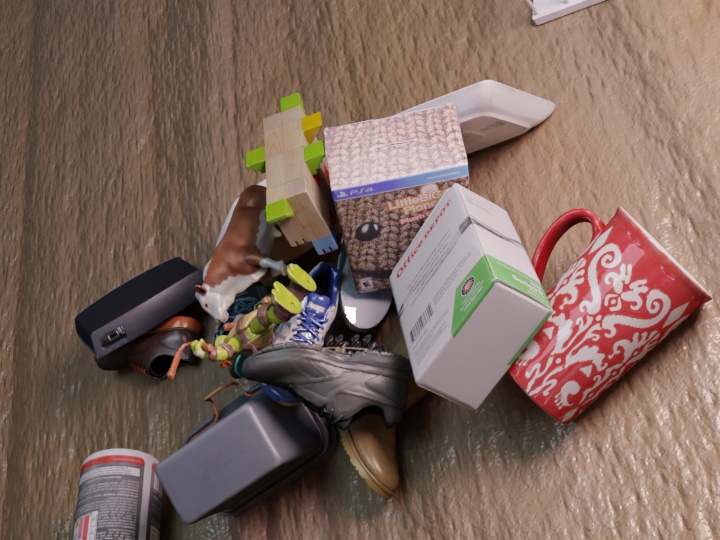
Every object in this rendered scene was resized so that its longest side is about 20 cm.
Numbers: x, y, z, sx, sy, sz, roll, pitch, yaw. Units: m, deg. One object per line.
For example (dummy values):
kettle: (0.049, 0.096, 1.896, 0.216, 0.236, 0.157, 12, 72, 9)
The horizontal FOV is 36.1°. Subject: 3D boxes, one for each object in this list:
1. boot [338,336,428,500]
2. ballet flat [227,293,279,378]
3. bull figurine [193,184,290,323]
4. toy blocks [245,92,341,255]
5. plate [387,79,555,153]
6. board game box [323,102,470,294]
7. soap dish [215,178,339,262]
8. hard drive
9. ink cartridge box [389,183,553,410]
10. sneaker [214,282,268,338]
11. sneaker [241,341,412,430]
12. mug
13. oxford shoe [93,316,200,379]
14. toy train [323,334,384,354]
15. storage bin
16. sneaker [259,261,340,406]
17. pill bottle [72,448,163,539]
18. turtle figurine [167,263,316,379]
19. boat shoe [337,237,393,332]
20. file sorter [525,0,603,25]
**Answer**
boot: (0.062, 0.144, 1.301, 0.199, 0.066, 0.176, -41, 44, 12)
ballet flat: (-0.120, 0.070, 1.444, 0.072, 0.069, 0.199, 26, 47, 29)
bull figurine: (-0.135, -0.027, 1.399, 0.119, 0.065, 0.203, 4, 58, 17)
toy blocks: (-0.066, -0.093, 1.333, 0.098, 0.137, 0.202, -18, 46, 12)
plate: (0.122, -0.176, 1.378, 0.198, 0.198, 0.033, -17, 79, 32)
board game box: (0.052, -0.081, 1.321, 0.156, 0.201, 0.098, -11, 52, 3)
soap dish: (-0.100, -0.079, 1.545, 0.198, 0.082, 0.158, -29, 26, 24)
hard drive: (-0.325, 0.048, 1.642, 0.198, 0.043, 0.134, -32, 25, -18)
ink cartridge box: (0.112, 0.023, 1.191, 0.147, 0.083, 0.201, -55, 24, 25)
sneaker: (-0.164, 0.066, 1.523, 0.200, 0.081, 0.074, 52, 128, 48)
sneaker: (-0.039, 0.132, 1.251, 0.196, 0.076, 0.093, 5, 75, 4)
mug: (0.246, 0.044, 1.174, 0.200, 0.133, 0.178, -48, 22, 12)
oxford shoe: (-0.325, 0.126, 1.648, 0.198, 0.071, 0.074, -19, 57, 31)
toy train: (-0.032, 0.107, 1.388, 0.199, 0.034, 0.046, -7, 46, 59)
storage bin: (-0.152, 0.214, 1.349, 0.199, 0.134, 0.147, -34, 83, 17)
sneaker: (-0.072, 0.070, 1.348, 0.202, 0.074, 0.089, -78, 12, -47)
pill bottle: (-0.323, 0.350, 1.466, 0.115, 0.116, 0.203, -23, 50, 28)
turtle figurine: (-0.128, 0.069, 1.290, 0.161, 0.199, 0.065, -39, 86, 32)
boat shoe: (0.000, 0.000, 1.449, 0.068, 0.070, 0.203, 122, 154, -53)
file sorter: (0.290, -0.441, 1.436, 0.198, 0.124, 0.141, -14, 54, 35)
